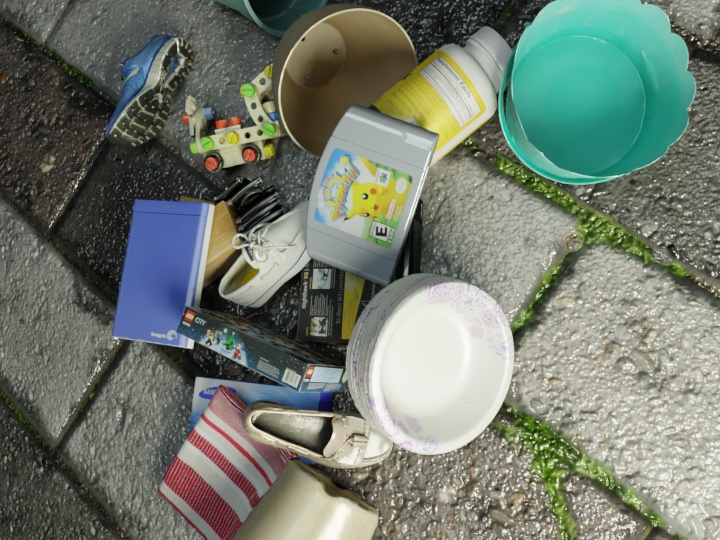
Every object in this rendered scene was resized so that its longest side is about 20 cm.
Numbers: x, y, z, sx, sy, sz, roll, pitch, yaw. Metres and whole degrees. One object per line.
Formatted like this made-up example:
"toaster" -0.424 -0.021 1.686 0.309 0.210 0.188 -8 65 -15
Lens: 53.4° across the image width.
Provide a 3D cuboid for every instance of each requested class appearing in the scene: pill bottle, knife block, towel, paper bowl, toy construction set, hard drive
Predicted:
"pill bottle" 0.106 -0.217 0.924 0.199 0.111 0.112 -38 69 1
"knife block" -0.191 -0.040 1.042 0.173 0.064 0.203 14 86 24
"towel" -0.186 0.275 0.969 0.144 0.023 0.201 39 109 14
"paper bowl" 0.075 0.105 0.850 0.104 0.199 0.203 15 85 60
"toy construction set" -0.187 -0.220 1.059 0.197 0.092 0.133 -6 102 29
"hard drive" -0.282 0.002 1.023 0.130 0.025 0.203 5 83 22

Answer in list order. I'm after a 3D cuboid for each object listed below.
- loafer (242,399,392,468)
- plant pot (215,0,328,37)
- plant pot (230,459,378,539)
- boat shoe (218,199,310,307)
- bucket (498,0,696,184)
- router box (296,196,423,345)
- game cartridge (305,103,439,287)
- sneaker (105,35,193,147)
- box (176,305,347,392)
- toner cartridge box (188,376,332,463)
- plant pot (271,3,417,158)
"loafer" -0.053 0.207 0.899 0.197 0.063 0.073 12 80 -4
"plant pot" -0.167 -0.470 1.053 0.195 0.200 0.202 28 91 31
"plant pot" -0.075 0.344 0.872 0.199 0.201 0.185 26 79 24
"boat shoe" -0.133 -0.026 0.970 0.202 0.085 0.075 -43 52 33
"bucket" 0.260 -0.199 0.823 0.204 0.135 0.211 0 91 5
"router box" 0.000 0.000 0.963 0.155 0.052 0.203 1 81 23
"game cartridge" 0.005 -0.092 0.881 0.132 0.040 0.203 21 110 12
"sneaker" -0.350 -0.290 1.154 0.088 0.079 0.202 26 82 31
"box" -0.125 0.105 0.949 0.198 0.136 0.038 21 90 23
"toner cartridge box" -0.140 0.204 0.988 0.197 0.043 0.097 2 81 22
"plant pot" -0.040 -0.270 0.970 0.201 0.200 0.135 -47 43 8
